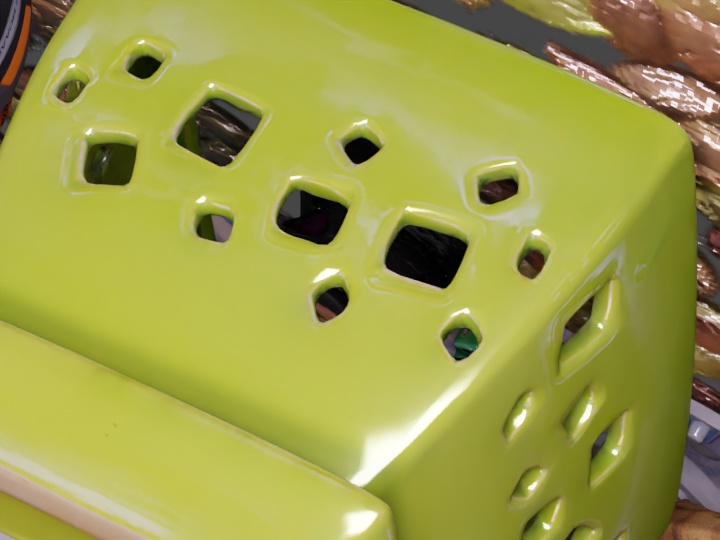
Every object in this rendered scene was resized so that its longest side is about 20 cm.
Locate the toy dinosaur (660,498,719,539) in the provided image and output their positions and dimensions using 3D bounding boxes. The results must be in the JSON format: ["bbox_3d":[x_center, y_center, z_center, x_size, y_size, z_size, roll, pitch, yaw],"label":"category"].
[{"bbox_3d":[0.145,0.105,0.952,0.199,0.061,0.106,4,143,42],"label":"toy dinosaur"}]

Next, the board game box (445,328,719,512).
[{"bbox_3d":[0.112,0.086,1.087,0.199,0.026,0.200,29,165,1],"label":"board game box"}]

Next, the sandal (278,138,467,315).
[{"bbox_3d":[0.001,0.001,0.976,0.075,0.048,0.200,29,166,5],"label":"sandal"}]

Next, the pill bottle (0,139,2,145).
[{"bbox_3d":[-0.172,-0.010,0.986,0.200,0.112,0.112,59,170,13],"label":"pill bottle"}]

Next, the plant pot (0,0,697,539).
[{"bbox_3d":[-0.027,0.045,0.822,0.199,0.182,0.199,23,146,23],"label":"plant pot"}]

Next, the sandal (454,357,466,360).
[{"bbox_3d":[0.005,0.054,1.012,0.043,0.076,0.200,36,154,-29],"label":"sandal"}]

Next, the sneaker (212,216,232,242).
[{"bbox_3d":[-0.083,0.000,1.035,0.077,0.081,0.200,50,172,25],"label":"sneaker"}]

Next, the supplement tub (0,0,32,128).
[{"bbox_3d":[-0.169,-0.098,0.833,0.122,0.123,0.200,27,165,11],"label":"supplement tub"}]
